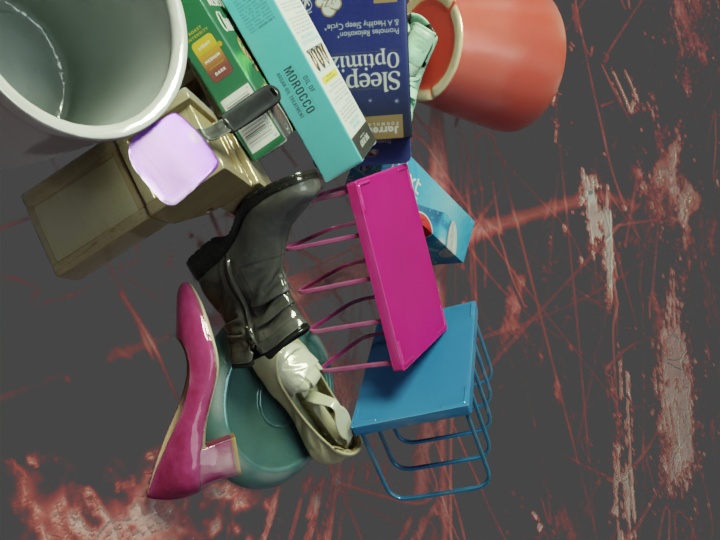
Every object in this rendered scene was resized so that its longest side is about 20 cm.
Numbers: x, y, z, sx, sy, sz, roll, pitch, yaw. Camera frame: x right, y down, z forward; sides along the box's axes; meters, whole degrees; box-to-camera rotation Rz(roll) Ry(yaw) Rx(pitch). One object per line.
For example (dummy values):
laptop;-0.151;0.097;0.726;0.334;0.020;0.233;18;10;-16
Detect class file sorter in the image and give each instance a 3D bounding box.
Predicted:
file sorter;0.000;0.000;0.867;0.138;0.123;0.206;-29;106;-59
file sorter;0.086;0.155;0.907;0.201;0.135;0.125;-72;144;-58

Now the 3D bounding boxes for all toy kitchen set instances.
toy kitchen set;-0.201;-0.103;0.730;0.166;0.178;0.200;61;5;10

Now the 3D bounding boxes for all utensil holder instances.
utensil holder;-0.254;-0.171;0.578;0.167;0.197;0.176;3;86;-44

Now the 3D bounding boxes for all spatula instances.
spatula;-0.115;-0.117;0.613;0.057;0.020;0.201;49;35;-9

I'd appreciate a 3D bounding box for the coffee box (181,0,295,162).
coffee box;-0.133;-0.209;0.727;0.203;0.043;0.123;58;9;-13

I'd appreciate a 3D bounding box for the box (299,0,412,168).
box;-0.004;-0.211;0.823;0.033;0.117;0.205;-87;173;-67

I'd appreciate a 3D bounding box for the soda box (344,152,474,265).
soda box;0.070;-0.086;1.005;0.199;0.063;0.069;38;62;-37

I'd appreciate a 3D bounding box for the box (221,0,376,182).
box;-0.057;-0.199;0.768;0.203;0.048;0.083;60;22;-14

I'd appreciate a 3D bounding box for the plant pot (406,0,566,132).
plant pot;0.151;-0.298;1.030;0.174;0.198;0.207;-4;90;-35

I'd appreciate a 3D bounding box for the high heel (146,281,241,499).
high heel;-0.183;0.119;0.747;0.093;0.067;0.206;-12;90;-14

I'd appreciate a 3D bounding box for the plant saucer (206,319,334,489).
plant saucer;-0.096;0.142;0.846;0.197;0.027;0.207;5;83;-46

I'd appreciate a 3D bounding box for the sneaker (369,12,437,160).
sneaker;0.045;-0.233;0.911;0.072;0.119;0.204;20;46;-14

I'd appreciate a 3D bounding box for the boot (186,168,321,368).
boot;-0.080;0.003;0.732;0.069;0.199;0.134;-18;74;-48

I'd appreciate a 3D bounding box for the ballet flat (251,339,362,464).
ballet flat;-0.056;0.131;0.822;0.070;0.068;0.203;-48;120;-36
